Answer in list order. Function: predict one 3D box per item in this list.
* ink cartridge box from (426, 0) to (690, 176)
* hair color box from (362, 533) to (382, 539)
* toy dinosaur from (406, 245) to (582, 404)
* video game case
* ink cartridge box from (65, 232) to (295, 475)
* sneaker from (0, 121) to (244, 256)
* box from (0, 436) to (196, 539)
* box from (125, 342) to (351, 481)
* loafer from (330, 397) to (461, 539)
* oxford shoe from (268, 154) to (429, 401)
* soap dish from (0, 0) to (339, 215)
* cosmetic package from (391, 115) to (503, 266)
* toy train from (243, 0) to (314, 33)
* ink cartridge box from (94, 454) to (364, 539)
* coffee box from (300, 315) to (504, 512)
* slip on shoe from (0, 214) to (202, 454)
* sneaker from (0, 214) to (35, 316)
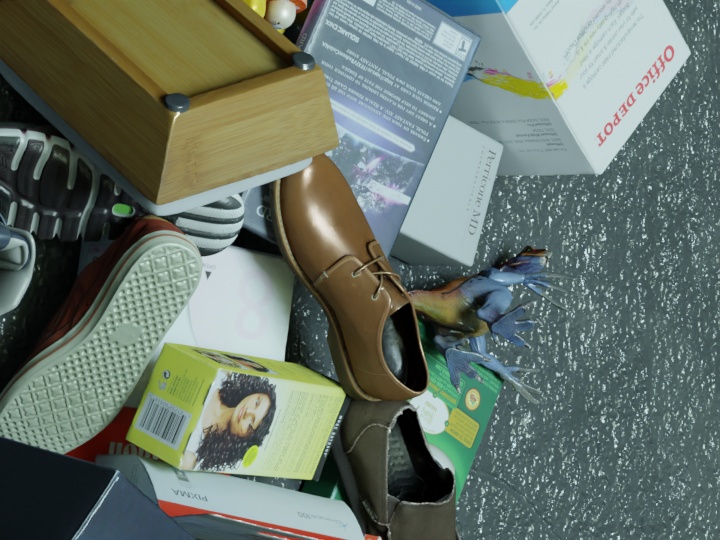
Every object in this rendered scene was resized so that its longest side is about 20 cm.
[{"bbox_3d":[0.123,-0.191,1.792,0.147,0.144,0.201,-49,122,-29],"label":"ink cartridge box"},{"bbox_3d":[-0.001,0.286,1.714,0.102,0.061,0.201,-62,145,-32],"label":"hair color box"},{"bbox_3d":[0.093,0.013,1.787,0.200,0.182,0.105,36,106,-18],"label":"toy dinosaur"},{"bbox_3d":[-0.003,-0.103,1.660,0.142,0.019,0.201,26,86,-40],"label":"video game case"},{"bbox_3d":[-0.129,0.078,1.643,0.162,0.057,0.202,11,80,-42],"label":"ink cartridge box"},{"bbox_3d":[-0.176,-0.076,1.586,0.199,0.116,0.076,15,126,-15],"label":"sneaker"},{"bbox_3d":[-0.174,0.210,1.500,0.198,0.199,0.124,45,68,-34],"label":"box"},{"bbox_3d":[-0.078,0.098,1.610,0.200,0.050,0.076,12,101,-64],"label":"box"},{"bbox_3d":[0.035,0.175,1.719,0.073,0.071,0.201,-39,116,-33],"label":"loafer"},{"bbox_3d":[0.000,0.000,1.630,0.071,0.071,0.201,-38,114,-31],"label":"oxford shoe"},{"bbox_3d":[-0.129,-0.131,1.536,0.157,0.200,0.082,-20,141,-39],"label":"soap dish"},{"bbox_3d":[0.006,-0.082,1.741,0.199,0.071,0.102,24,76,-41],"label":"cosmetic package"},{"bbox_3d":[-0.055,-0.235,1.634,0.200,0.055,0.151,-30,118,-67],"label":"toy train"},{"bbox_3d":[-0.070,0.155,1.551,0.159,0.200,0.048,16,77,-27],"label":"ink cartridge box"},{"bbox_3d":[0.026,0.142,1.787,0.123,0.044,0.201,35,69,-37],"label":"coffee box"},{"bbox_3d":[-0.176,0.046,1.550,0.074,0.061,0.200,29,107,-30],"label":"slip on shoe"},{"bbox_3d":[-0.259,-0.055,1.455,0.077,0.146,0.204,-1,91,-40],"label":"sneaker"}]
